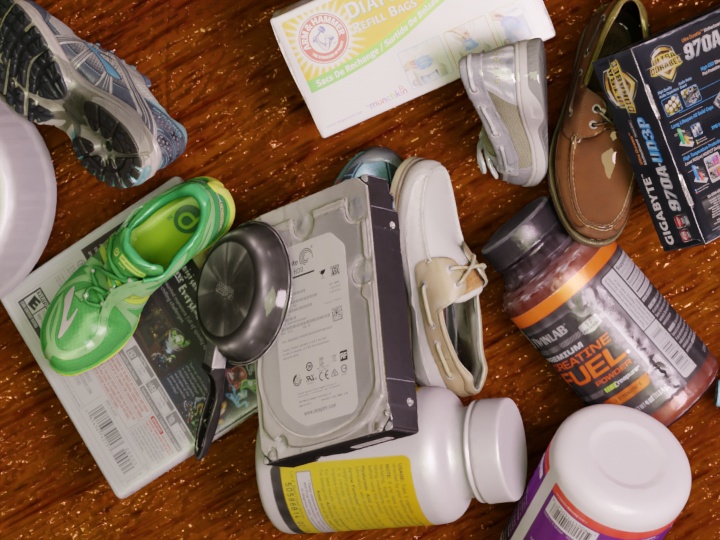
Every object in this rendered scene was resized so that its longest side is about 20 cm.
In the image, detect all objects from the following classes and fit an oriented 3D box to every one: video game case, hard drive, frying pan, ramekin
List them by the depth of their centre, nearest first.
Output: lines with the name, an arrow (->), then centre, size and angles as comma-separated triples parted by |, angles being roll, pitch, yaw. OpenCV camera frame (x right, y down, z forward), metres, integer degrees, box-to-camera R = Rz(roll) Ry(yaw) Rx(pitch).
hard drive -> -0.025, 0.040, 1.422 | 0.140, 0.038, 0.200 | -19, 68, 40
frying pan -> -0.113, 0.045, 1.468 | 0.031, 0.115, 0.190 | 11, 124, -40
ramekin -> -0.352, -0.060, 1.482 | 0.200, 0.098, 0.201 | 0, 92, 4
video game case -> -0.171, 0.054, 1.516 | 0.182, 0.023, 0.200 | -33, 79, 5

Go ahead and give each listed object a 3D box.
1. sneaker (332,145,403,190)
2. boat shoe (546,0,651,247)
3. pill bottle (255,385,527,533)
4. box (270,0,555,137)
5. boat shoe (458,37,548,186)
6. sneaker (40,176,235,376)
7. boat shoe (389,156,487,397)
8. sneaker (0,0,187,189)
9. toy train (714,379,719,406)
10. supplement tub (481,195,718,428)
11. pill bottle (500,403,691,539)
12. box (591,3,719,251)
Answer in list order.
sneaker -> 0.000, 0.000, 1.495 | 0.079, 0.096, 0.200 | 14, 97, -2
boat shoe -> 0.190, -0.121, 1.453 | 0.072, 0.068, 0.200 | 7, 72, -7
pill bottle -> 0.026, 0.150, 1.481 | 0.200, 0.111, 0.111 | -6, 98, 21
box -> 0.038, -0.194, 1.461 | 0.200, 0.113, 0.101 | -23, 101, 4
boat shoe -> 0.112, -0.120, 1.434 | 0.065, 0.202, 0.075 | -1, 74, 5
sneaker -> -0.186, -0.003, 1.471 | 0.074, 0.084, 0.200 | 43, 93, 11
boat shoe -> 0.068, 0.006, 1.491 | 0.068, 0.075, 0.200 | 11, 117, 37
sneaker -> -0.221, -0.146, 1.498 | 0.200, 0.086, 0.078 | 47, 128, 14
toy train -> 0.392, 0.066, 1.524 | 0.200, 0.056, 0.150 | 1, 99, 4
supplement tub -> 0.187, 0.036, 1.494 | 0.107, 0.107, 0.200 | -42, 95, 5
pill bottle -> 0.178, 0.203, 1.475 | 0.112, 0.113, 0.200 | 19, 137, -2
box -> 0.285, -0.123, 1.444 | 0.200, 0.046, 0.159 | -27, 99, -36
